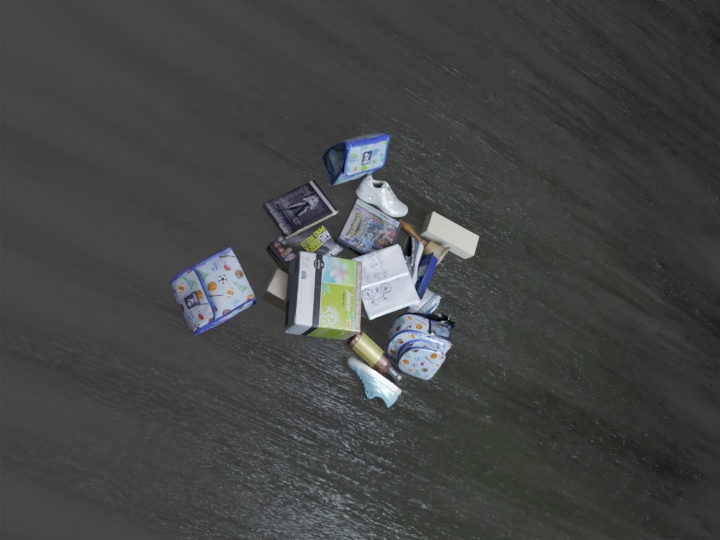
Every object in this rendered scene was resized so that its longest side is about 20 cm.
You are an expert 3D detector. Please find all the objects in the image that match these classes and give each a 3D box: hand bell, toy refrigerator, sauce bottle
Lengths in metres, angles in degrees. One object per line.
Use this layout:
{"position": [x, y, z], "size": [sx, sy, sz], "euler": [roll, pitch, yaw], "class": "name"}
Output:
{"position": [0.203, -0.103, 1.842], "size": [0.199, 0.105, 0.104], "euler": [42, 63, 7], "class": "hand bell"}
{"position": [0.313, -0.122, 1.893], "size": [0.195, 0.070, 0.078], "euler": [25, 72, -14], "class": "toy refrigerator"}
{"position": [0.047, 0.270, 1.662], "size": [0.200, 0.066, 0.066], "euler": [44, 63, -8], "class": "sauce bottle"}

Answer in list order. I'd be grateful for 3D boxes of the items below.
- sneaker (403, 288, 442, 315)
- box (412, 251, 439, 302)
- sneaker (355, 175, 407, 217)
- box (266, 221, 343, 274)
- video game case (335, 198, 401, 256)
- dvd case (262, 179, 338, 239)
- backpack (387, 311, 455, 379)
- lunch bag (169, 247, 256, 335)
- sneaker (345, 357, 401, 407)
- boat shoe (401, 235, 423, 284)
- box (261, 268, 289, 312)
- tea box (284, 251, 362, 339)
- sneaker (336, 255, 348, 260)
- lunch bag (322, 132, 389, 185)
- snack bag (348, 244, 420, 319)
{"position": [0.173, 0.133, 1.765], "size": [0.198, 0.076, 0.086], "euler": [-36, 57, -21], "class": "sneaker"}
{"position": [0.180, 0.041, 1.755], "size": [0.032, 0.120, 0.204], "euler": [37, 64, -19], "class": "box"}
{"position": [0.083, -0.248, 1.814], "size": [0.196, 0.081, 0.072], "euler": [25, 36, -17], "class": "sneaker"}
{"position": [-0.172, -0.067, 1.676], "size": [0.199, 0.044, 0.161], "euler": [-41, 92, -28], "class": "box"}
{"position": [0.031, -0.123, 1.754], "size": [0.177, 0.026, 0.203], "euler": [28, 52, -5], "class": "video game case"}
{"position": [-0.189, -0.194, 1.687], "size": [0.197, 0.016, 0.150], "euler": [-29, 64, -23], "class": "dvd case"}
{"position": [0.173, 0.230, 1.652], "size": [0.185, 0.203, 0.156], "euler": [22, 37, -4], "class": "backpack"}
{"position": [-0.410, 0.060, 1.496], "size": [0.196, 0.124, 0.174], "euler": [-27, 85, -13], "class": "lunch bag"}
{"position": [0.028, 0.343, 1.628], "size": [0.197, 0.074, 0.083], "euler": [34, 81, 0], "class": "sneaker"}
{"position": [0.152, -0.021, 1.749], "size": [0.067, 0.071, 0.205], "euler": [36, 61, -33], "class": "boat shoe"}
{"position": [-0.189, 0.087, 1.597], "size": [0.196, 0.095, 0.079], "euler": [31, 65, -10], "class": "box"}
{"position": [-0.104, 0.075, 1.510], "size": [0.190, 0.133, 0.207], "euler": [8, 72, -21], "class": "tea box"}
{"position": [-0.057, 0.046, 1.670], "size": [0.073, 0.084, 0.207], "euler": [12, 70, -19], "class": "sneaker"}
{"position": [-0.010, -0.376, 1.753], "size": [0.166, 0.200, 0.131], "euler": [-20, 82, -27], "class": "lunch bag"}
{"position": [0.072, 0.035, 1.656], "size": [0.183, 0.021, 0.206], "euler": [-16, 75, -14], "class": "snack bag"}
